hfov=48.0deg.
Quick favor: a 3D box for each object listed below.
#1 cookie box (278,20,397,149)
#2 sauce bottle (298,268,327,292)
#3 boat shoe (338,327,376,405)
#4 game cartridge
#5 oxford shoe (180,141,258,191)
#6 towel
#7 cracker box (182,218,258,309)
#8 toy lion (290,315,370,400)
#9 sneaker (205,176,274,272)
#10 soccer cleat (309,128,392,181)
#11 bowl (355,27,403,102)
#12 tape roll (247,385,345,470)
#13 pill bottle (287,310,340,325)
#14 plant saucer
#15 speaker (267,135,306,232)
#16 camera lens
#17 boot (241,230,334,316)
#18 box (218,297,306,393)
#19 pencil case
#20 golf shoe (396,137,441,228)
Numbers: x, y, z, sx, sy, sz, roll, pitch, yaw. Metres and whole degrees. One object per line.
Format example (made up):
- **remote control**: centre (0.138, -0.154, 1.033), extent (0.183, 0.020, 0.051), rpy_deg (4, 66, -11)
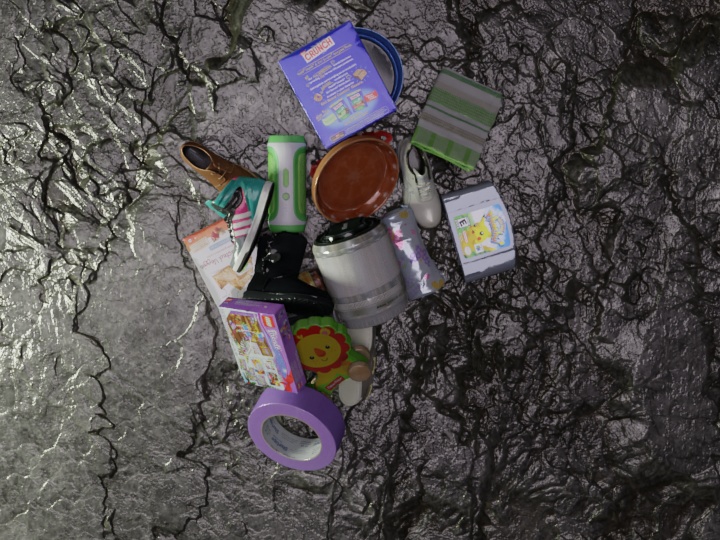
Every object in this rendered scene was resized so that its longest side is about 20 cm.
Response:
- **cookie box**: centre (-0.044, -0.375, 1.646), extent (0.171, 0.075, 0.200), rpy_deg (-28, 97, 2)
- **sauce bottle**: centre (-0.170, 0.065, 1.686), extent (0.200, 0.066, 0.066), rpy_deg (-28, 97, -7)
- **boat shoe**: centre (0.000, 0.193, 1.764), extent (0.072, 0.060, 0.202), rpy_deg (12, 95, 35)
- **game cartridge**: centre (0.262, -0.086, 1.752), extent (0.133, 0.040, 0.201), rpy_deg (-18, 97, -3)
- **oxford shoe**: centre (-0.294, -0.204, 1.702), extent (0.200, 0.071, 0.071), rpy_deg (29, 94, -7)
- **towel**: centre (0.201, -0.315, 1.686), extent (0.149, 0.031, 0.200), rpy_deg (24, 69, -2)
- **cracker box**: centre (-0.272, -0.010, 1.730), extent (0.134, 0.058, 0.200), rpy_deg (-27, 97, -1)
- **toy lion**: centre (-0.088, 0.183, 1.674), extent (0.191, 0.069, 0.200), rpy_deg (34, 121, -24)
- **sneaker**: centre (-0.262, -0.105, 1.654), extent (0.120, 0.084, 0.201), rpy_deg (20, 99, -1)
- **soccer cleat**: centre (-0.017, -0.231, 1.714), extent (0.200, 0.069, 0.085), rpy_deg (-32, 139, -15)
- **bowl**: centre (-0.010, -0.406, 1.702), extent (0.200, 0.039, 0.201), rpy_deg (0, 96, -2)
- **tape roll**: centre (-0.136, 0.334, 1.722), extent (0.199, 0.066, 0.201), rpy_deg (10, 128, 13)
- **pill bottle**: centre (-0.142, 0.135, 1.729), extent (0.199, 0.106, 0.107), rpy_deg (-16, 97, 1)
- **plant saucer**: centre (-0.012, -0.190, 1.680), extent (0.200, 0.032, 0.201), rpy_deg (-20, 134, -22)
- **speaker**: centre (-0.154, -0.182, 1.700), extent (0.088, 0.088, 0.201), rpy_deg (0, 97, -2)
- **camera lens**: centre (0.000, 0.000, 1.669), extent (0.160, 0.160, 0.201), rpy_deg (-19, 106, 0)
- **boot**: centre (-0.133, 0.001, 1.634), extent (0.199, 0.076, 0.169), rpy_deg (4, 62, 21)
- **box**: centre (-0.196, 0.151, 1.628), extent (0.136, 0.039, 0.200), rpy_deg (7, 126, 28)
- **pencil case**: centre (0.105, -0.037, 1.726), extent (0.091, 0.083, 0.200), rpy_deg (-25, 96, 19)
- **golf shoe**: centre (0.123, -0.181, 1.705), extent (0.078, 0.097, 0.201), rpy_deg (-19, 98, -1)
